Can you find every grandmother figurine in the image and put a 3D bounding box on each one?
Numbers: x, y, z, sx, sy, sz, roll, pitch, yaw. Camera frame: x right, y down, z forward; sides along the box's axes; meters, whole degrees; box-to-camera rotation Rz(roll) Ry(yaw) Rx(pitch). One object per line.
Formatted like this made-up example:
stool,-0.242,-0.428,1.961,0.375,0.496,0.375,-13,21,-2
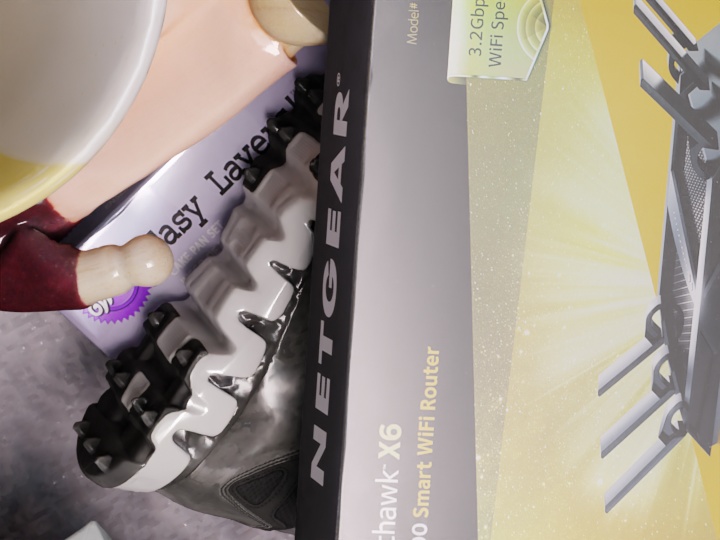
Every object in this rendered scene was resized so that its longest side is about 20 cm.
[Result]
grandmother figurine,-0.102,-0.037,0.802,0.200,0.121,0.061,-41,140,13

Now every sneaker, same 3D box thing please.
sneaker,0.000,0.000,0.814,0.090,0.066,0.200,32,97,-28

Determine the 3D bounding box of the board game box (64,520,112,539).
board game box,-0.102,0.182,0.837,0.148,0.064,0.200,-33,147,-4

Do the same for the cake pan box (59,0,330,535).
cake pan box,0.012,-0.005,0.874,0.200,0.052,0.184,-43,111,1

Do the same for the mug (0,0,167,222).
mug,-0.164,-0.079,0.731,0.187,0.153,0.149,-36,109,-15

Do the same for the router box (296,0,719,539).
router box,0.068,0.003,0.746,0.157,0.052,0.200,2,95,-14
